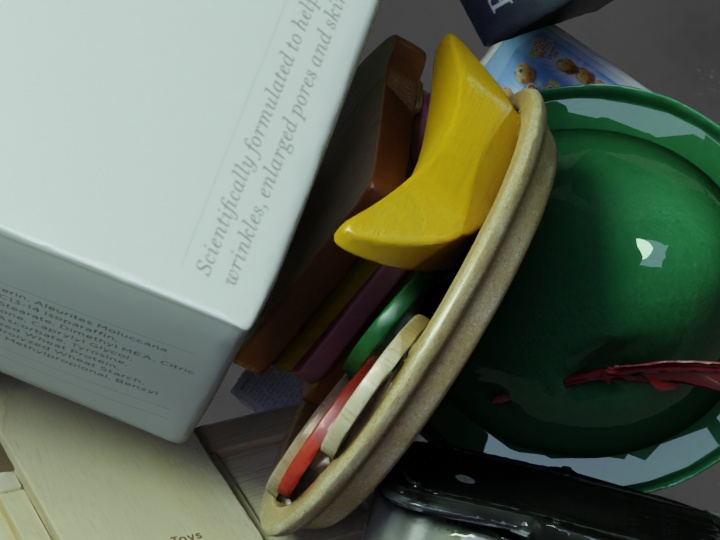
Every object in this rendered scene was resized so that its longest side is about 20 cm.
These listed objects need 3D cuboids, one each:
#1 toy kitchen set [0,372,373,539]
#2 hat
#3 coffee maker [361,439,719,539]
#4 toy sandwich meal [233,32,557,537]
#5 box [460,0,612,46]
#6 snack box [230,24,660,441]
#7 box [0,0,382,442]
[{"bbox_3d":[-0.116,0.136,1.135,0.199,0.181,0.163,-12,39,-22],"label":"toy kitchen set"},{"bbox_3d":[0.097,-0.001,1.045,0.199,0.176,0.167,-3,84,2],"label":"hat"},{"bbox_3d":[0.070,0.181,1.016,0.191,0.135,0.201,16,99,28],"label":"coffee maker"},{"bbox_3d":[0.000,0.000,1.025,0.070,0.205,0.206,31,84,-8],"label":"toy sandwich meal"},{"bbox_3d":[0.101,-0.221,1.089,0.199,0.117,0.197,-28,90,29],"label":"box"},{"bbox_3d":[0.035,-0.008,1.158,0.072,0.024,0.200,36,87,20],"label":"snack box"},{"bbox_3d":[-0.107,-0.078,0.994,0.199,0.131,0.200,22,67,-4],"label":"box"}]
